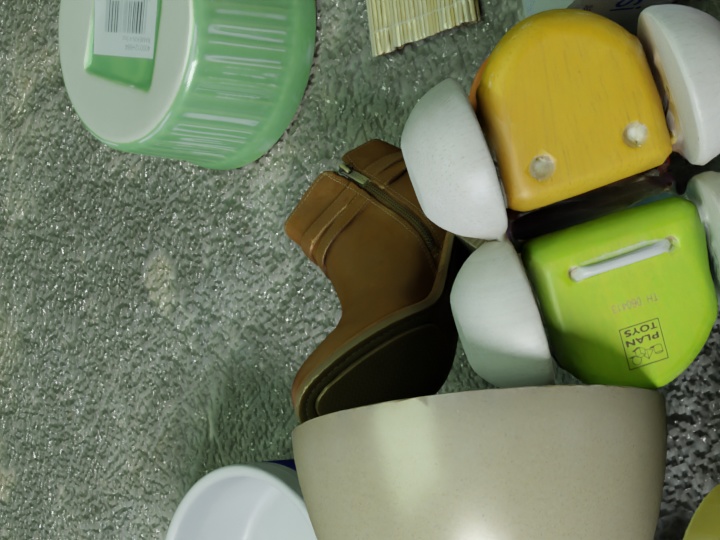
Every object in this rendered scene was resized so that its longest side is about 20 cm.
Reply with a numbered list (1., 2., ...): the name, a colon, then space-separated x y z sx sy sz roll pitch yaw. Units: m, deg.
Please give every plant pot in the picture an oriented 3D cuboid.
1. plant pot: 0.067 0.143 0.818 0.200 0.200 0.135 -20 69 46

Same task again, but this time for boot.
1. boot: 0.000 0.000 0.927 0.155 0.200 0.077 32 156 38

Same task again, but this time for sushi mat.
1. sushi mat: 0.028 -0.245 1.010 0.096 0.012 0.201 -15 80 47

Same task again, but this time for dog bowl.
1. dog bowl: -0.048 0.228 1.051 0.200 0.079 0.201 0 90 48

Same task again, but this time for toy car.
1. toy car: 0.119 -0.037 0.823 0.150 0.174 0.201 -124 16 -84

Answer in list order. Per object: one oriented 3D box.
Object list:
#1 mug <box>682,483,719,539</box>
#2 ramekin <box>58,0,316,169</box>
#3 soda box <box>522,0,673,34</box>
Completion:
1. mug: 0.232 0.155 0.695 0.153 0.149 0.187 -4 118 39
2. ramekin: -0.132 -0.173 1.121 0.200 0.097 0.201 1 92 47
3. soda box: 0.144 -0.180 0.787 0.200 0.068 0.064 138 123 -72
